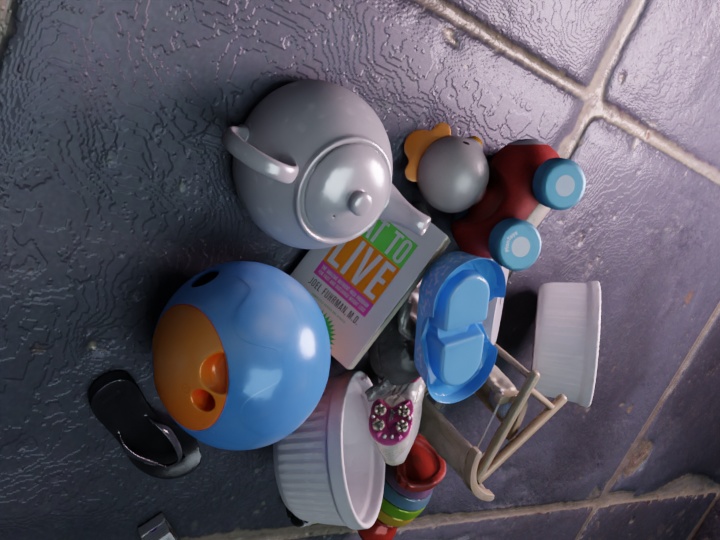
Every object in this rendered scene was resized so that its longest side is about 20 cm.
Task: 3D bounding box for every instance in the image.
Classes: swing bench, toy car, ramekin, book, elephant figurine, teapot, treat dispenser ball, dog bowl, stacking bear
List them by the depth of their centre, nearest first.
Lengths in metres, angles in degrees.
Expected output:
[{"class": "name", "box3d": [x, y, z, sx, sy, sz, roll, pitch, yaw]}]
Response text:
[{"class": "teapot", "box3d": [-0.038, -0.102, 0.759, 0.197, 0.146, 0.200, -28, 131, -18]}, {"class": "treat dispenser ball", "box3d": [-0.131, 0.093, 0.774, 0.197, 0.201, 0.205, -19, 128, -26]}, {"class": "book", "box3d": [0.000, 0.000, 0.870, 0.201, 0.133, 0.048, -52, 167, 3]}, {"class": "dog bowl", "box3d": [0.120, 0.068, 0.880, 0.109, 0.050, 0.204, -13, 121, -26]}, {"class": "toy car", "box3d": [0.148, -0.124, 0.903, 0.199, 0.184, 0.178, 36, 94, -16]}, {"class": "elephant figurine", "box3d": [0.050, 0.041, 0.947, 0.138, 0.156, 0.203, -13, 121, 11]}, {"class": "ramekin", "box3d": [-0.041, 0.243, 0.948, 0.103, 0.203, 0.202, -8, 134, 16]}, {"class": "swing bench", "box3d": [0.166, 0.198, 1.067, 0.201, 0.199, 0.129, -52, 134, 3]}, {"class": "ramekin", "box3d": [0.333, 0.115, 1.149, 0.200, 0.095, 0.206, 5, 90, -76]}, {"class": "stacking bear", "box3d": [0.051, 0.376, 1.165, 0.112, 0.122, 0.203, 9, 121, -32]}]

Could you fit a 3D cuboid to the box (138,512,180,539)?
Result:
[{"class": "box", "box3d": [-0.260, 0.425, 1.002, 0.041, 0.039, 0.203, -28, 131, -17]}]

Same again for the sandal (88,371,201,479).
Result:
[{"class": "sandal", "box3d": [-0.262, 0.204, 0.857, 0.076, 0.043, 0.202, -39, 134, -9]}]

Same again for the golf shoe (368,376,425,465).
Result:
[{"class": "golf shoe", "box3d": [0.059, 0.189, 1.019, 0.202, 0.074, 0.093, -65, 154, -45]}]

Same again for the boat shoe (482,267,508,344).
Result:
[{"class": "boat shoe", "box3d": [0.180, 0.008, 1.026, 0.072, 0.064, 0.205, 41, 58, -65]}]

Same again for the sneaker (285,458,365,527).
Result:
[{"class": "sneaker", "box3d": [-0.030, 0.311, 1.088, 0.201, 0.078, 0.090, -49, 143, 7]}]
